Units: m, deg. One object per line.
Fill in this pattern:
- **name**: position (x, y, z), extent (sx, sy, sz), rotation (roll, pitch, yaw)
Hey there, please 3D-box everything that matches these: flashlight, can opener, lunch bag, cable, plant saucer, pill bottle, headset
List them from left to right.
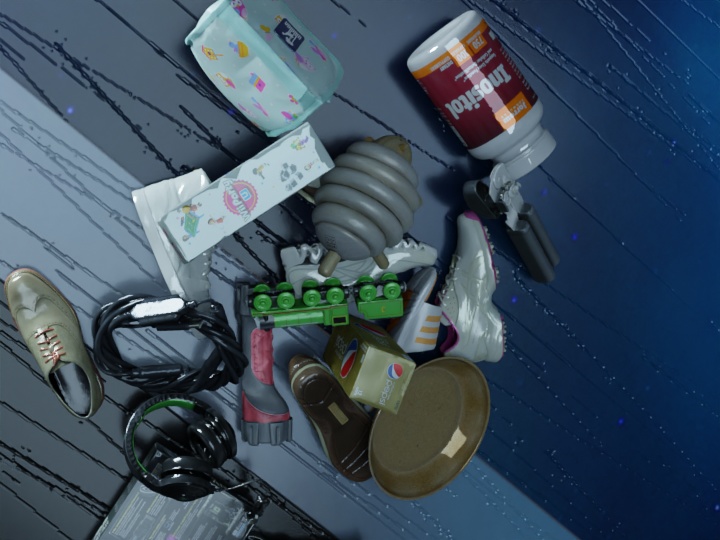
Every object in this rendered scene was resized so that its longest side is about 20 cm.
- **cable**: position (-0.236, 0.093, 1.571), extent (0.198, 0.051, 0.164), rotation (-12, 134, 21)
- **headset**: position (-0.199, 0.239, 1.589), extent (0.199, 0.094, 0.124), rotation (32, 60, 3)
- **lunch bag**: position (-0.114, -0.251, 1.515), extent (0.122, 0.200, 0.170), rotation (-44, 102, -4)
- **flashlight**: position (-0.119, 0.117, 1.622), extent (0.067, 0.068, 0.202), rotation (-2, 96, -25)
- **plant saucer**: position (0.082, 0.198, 1.659), extent (0.199, 0.035, 0.202), rotation (-16, 119, -32)
- **pill bottle**: position (0.158, -0.216, 1.623), extent (0.113, 0.113, 0.200), rotation (-40, 103, -6)
- **can opener**: position (0.198, -0.060, 1.649), extent (0.200, 0.066, 0.053), rotation (51, 50, -39)

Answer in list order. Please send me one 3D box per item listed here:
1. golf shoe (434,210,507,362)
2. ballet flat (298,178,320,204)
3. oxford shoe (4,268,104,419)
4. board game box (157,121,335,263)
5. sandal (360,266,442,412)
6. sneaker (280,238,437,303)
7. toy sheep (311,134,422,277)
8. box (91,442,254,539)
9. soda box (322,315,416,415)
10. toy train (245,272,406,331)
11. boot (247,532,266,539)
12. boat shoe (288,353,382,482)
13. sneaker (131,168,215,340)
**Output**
- **golf shoe**: position (0.134, 0.025, 1.666), extent (0.091, 0.075, 0.202), rotation (-8, 95, -5)
- **ballet flat**: position (-0.028, -0.095, 1.621), extent (0.199, 0.062, 0.068), rotation (26, 90, -14)
- **oxford shoe**: position (-0.368, 0.089, 1.559), extent (0.070, 0.075, 0.201), rotation (-31, 101, -6)
- **board game box**: position (-0.137, -0.088, 1.494), extent (0.199, 0.148, 0.065), rotation (-33, 96, -8)
- **sandal**: position (0.063, 0.094, 1.657), extent (0.059, 0.079, 0.208), rotation (22, 100, -12)
- **sneaker**: position (0.000, 0.000, 1.629), extent (0.198, 0.075, 0.082), rotation (-5, 88, -4)
- **toy sheep**: position (0.006, -0.076, 1.532), extent (0.137, 0.138, 0.201), rotation (30, 70, -14)
- **box**: position (-0.247, 0.346, 1.630), extent (0.160, 0.044, 0.201), rotation (33, 88, -14)
- **soda box**: position (0.007, 0.111, 1.579), extent (0.064, 0.200, 0.068), rotation (20, 96, -13)
- **toy train**: position (-0.041, 0.041, 1.581), extent (0.198, 0.042, 0.057), rotation (-6, 115, -4)
- **boot**: position (-0.073, 0.438, 1.675), extent (0.172, 0.069, 0.202), rotation (-1, 92, -7)
- **boat shoe**: position (-0.033, 0.183, 1.647), extent (0.074, 0.075, 0.203), rotation (-31, 124, -8)
- **sneaker**: position (-0.193, -0.024, 1.587), extent (0.115, 0.074, 0.202), rotation (-22, 99, -6)
